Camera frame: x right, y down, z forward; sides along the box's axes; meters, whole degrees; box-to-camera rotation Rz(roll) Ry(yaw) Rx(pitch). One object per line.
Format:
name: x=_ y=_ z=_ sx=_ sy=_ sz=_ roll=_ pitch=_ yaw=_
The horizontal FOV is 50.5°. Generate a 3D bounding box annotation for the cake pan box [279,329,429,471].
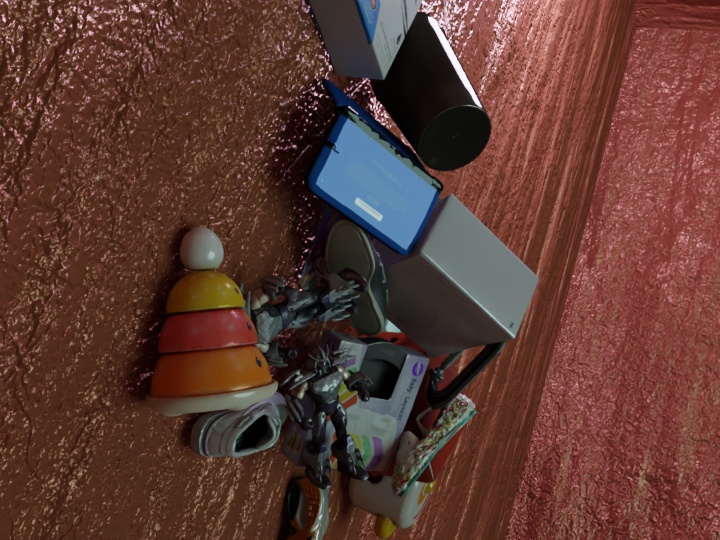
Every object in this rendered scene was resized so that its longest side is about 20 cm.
cake pan box: x=-0.003 y=0.192 z=1.120 sx=0.183 sy=0.052 sz=0.202 roll=17 pitch=96 yaw=-41

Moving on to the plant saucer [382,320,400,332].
plant saucer: x=0.085 y=0.114 z=1.478 sx=0.201 sy=0.038 sz=0.203 roll=-37 pitch=133 yaw=-55

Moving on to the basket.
basket: x=0.105 y=-0.252 z=1.134 sx=0.181 sy=0.134 sz=0.201 roll=82 pitch=-11 yaw=-49

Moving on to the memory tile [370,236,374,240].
memory tile: x=0.067 y=-0.016 z=1.287 sx=0.198 sy=0.017 sz=0.155 roll=8 pitch=94 yaw=-29

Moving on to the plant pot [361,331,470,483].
plant pot: x=0.058 y=0.214 z=1.308 sx=0.200 sy=0.198 sz=0.178 roll=-45 pitch=128 yaw=-49

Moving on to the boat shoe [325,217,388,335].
boat shoe: x=0.000 y=0.000 z=1.089 sx=0.063 sy=0.072 sz=0.202 roll=-63 pitch=148 yaw=-47

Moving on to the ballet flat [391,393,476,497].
ballet flat: x=0.100 y=0.259 z=1.176 sx=0.200 sy=0.064 sz=0.076 roll=-41 pitch=169 yaw=-31

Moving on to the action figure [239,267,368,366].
action figure: x=-0.089 y=0.055 z=0.991 sx=0.199 sy=0.069 sz=0.131 roll=-21 pitch=138 yaw=-32

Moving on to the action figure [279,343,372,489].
action figure: x=-0.041 y=0.189 z=1.017 sx=0.129 sy=0.069 sz=0.202 roll=-17 pitch=113 yaw=-25

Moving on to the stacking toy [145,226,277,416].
stacking toy: x=-0.171 y=0.052 z=0.846 sx=0.146 sy=0.145 sz=0.203 roll=-3 pitch=88 yaw=-64

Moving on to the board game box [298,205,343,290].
board game box: x=-0.010 y=-0.044 z=1.127 sx=0.157 sy=0.039 sz=0.202 roll=-19 pitch=138 yaw=-54

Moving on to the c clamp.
c clamp: x=0.170 y=0.129 z=1.207 sx=0.200 sy=0.027 sz=0.171 roll=-48 pitch=-164 yaw=3

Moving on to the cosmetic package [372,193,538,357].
cosmetic package: x=0.125 y=0.015 z=1.171 sx=0.199 sy=0.199 sz=0.124 roll=41 pitch=60 yaw=-17

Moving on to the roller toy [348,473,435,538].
roller toy: x=0.073 y=0.376 z=1.423 sx=0.200 sy=0.138 sz=0.184 roll=-41 pitch=146 yaw=-52

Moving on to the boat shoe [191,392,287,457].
boat shoe: x=-0.138 y=0.209 z=0.998 sx=0.200 sy=0.066 sz=0.075 roll=-13 pitch=113 yaw=-65

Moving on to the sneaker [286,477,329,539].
sneaker: x=-0.084 y=0.432 z=1.226 sx=0.092 sy=0.075 sz=0.202 roll=19 pitch=85 yaw=-69

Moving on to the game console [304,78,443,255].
game console: x=0.007 y=-0.143 z=1.055 sx=0.199 sy=0.118 sz=0.172 roll=33 pitch=79 yaw=-33

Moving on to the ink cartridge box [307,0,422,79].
ink cartridge box: x=0.017 y=-0.392 z=1.062 sx=0.202 sy=0.083 sz=0.146 roll=-66 pitch=152 yaw=-23
